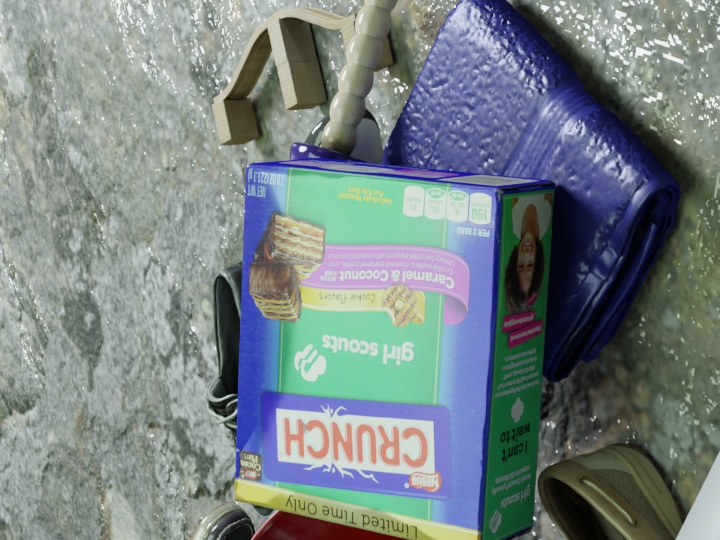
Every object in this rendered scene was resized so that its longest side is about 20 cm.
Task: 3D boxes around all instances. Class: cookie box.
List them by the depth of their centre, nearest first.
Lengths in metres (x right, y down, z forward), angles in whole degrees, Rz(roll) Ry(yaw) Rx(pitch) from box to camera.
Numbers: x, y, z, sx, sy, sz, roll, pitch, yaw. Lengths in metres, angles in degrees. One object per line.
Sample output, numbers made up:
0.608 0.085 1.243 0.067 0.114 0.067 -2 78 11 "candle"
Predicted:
0.017 0.043 1.071 0.171 0.075 0.201 7 99 32 "cookie box"

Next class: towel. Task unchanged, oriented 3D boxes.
0.098 -0.053 1.096 0.200 0.049 0.148 53 130 35 "towel"

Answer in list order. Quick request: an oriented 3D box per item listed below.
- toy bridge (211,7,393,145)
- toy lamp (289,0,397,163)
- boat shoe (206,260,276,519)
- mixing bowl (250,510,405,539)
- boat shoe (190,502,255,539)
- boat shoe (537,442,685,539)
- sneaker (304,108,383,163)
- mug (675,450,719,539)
-0.044 -0.144 1.292 0.200 0.027 0.067 -22 78 55 "toy bridge"
0.000 -0.120 1.155 0.058 0.058 0.201 19 92 52 "toy lamp"
-0.080 0.086 1.357 0.072 0.071 0.201 10 107 54 "boat shoe"
0.021 0.231 1.144 0.200 0.108 0.201 -16 59 28 "mixing bowl"
-0.097 0.274 1.433 0.065 0.072 0.201 23 113 37 "boat shoe"
0.164 0.186 1.034 0.200 0.064 0.071 57 139 31 "boat shoe"
0.001 0.000 1.228 0.108 0.067 0.202 47 137 38 "sneaker"
0.238 0.129 0.885 0.149 0.186 0.154 -101 23 -72 "mug"
